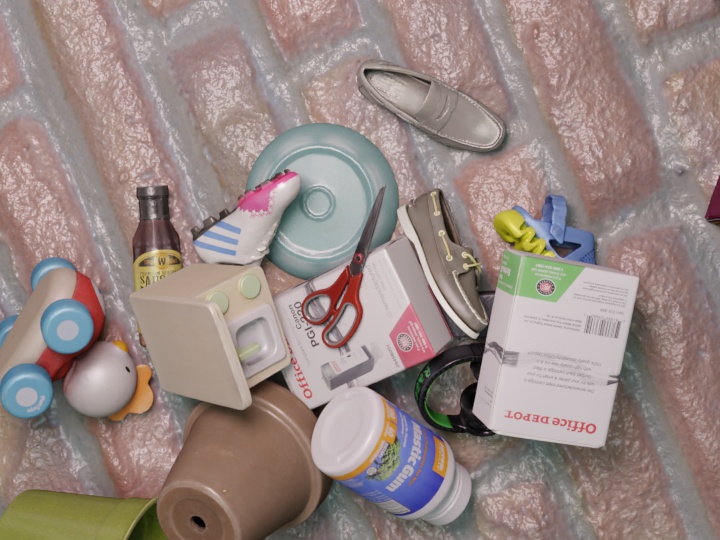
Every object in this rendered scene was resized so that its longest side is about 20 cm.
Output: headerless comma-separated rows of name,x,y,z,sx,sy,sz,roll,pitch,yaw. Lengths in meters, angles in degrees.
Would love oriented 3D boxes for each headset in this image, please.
headset,0.166,0.153,1.376,0.198,0.094,0.124,1,126,-19

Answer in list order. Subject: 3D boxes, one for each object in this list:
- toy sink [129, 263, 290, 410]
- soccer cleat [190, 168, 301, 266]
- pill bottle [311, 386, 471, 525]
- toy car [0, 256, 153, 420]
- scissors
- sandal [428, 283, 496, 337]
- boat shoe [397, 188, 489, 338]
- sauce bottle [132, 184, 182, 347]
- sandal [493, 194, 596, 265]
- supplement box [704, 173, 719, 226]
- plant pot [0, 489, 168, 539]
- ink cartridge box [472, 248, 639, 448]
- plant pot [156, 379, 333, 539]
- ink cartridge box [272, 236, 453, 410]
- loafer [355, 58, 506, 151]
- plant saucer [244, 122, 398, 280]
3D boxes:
toy sink,-0.164,0.071,1.334,0.112,0.199,0.132,-28,108,-33
soccer cleat,-0.126,-0.052,1.379,0.199,0.070,0.087,-29,94,42
pill bottle,0.044,0.232,1.363,0.200,0.112,0.112,36,98,-34
toy car,-0.338,0.109,1.413,0.199,0.184,0.178,31,97,-28
scissors,0.000,0.000,1.309,0.073,0.014,0.201,39,110,13
sandal,0.103,0.050,1.412,0.198,0.043,0.077,9,103,7
boat shoe,0.108,-0.012,1.353,0.060,0.072,0.203,-34,57,15
sauce bottle,-0.257,-0.006,1.424,0.065,0.066,0.202,-5,96,5
sandal,0.258,-0.016,1.380,0.087,0.079,0.200,-42,95,-10
supplement box,0.528,-0.073,1.325,0.198,0.131,0.104,20,95,2
plant pot,-0.351,0.357,1.417,0.188,0.200,0.202,12,96,17
ink cartridge box,0.221,0.088,1.295,0.144,0.084,0.202,10,95,-11
plant pot,-0.153,0.257,1.352,0.198,0.175,0.202,10,118,21
ink cartridge box,-0.010,0.067,1.377,0.199,0.085,0.147,-25,92,25
loafer,0.085,-0.200,1.378,0.198,0.070,0.071,23,96,2
plant saucer,-0.051,-0.085,1.417,0.198,0.036,0.202,0,95,5
